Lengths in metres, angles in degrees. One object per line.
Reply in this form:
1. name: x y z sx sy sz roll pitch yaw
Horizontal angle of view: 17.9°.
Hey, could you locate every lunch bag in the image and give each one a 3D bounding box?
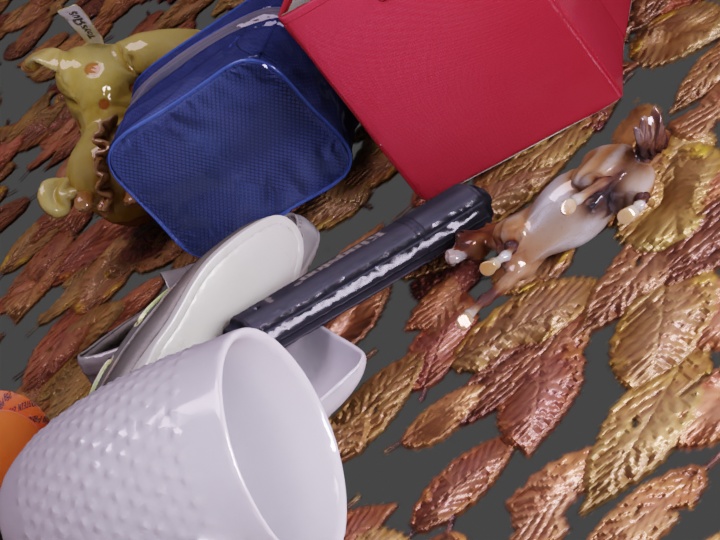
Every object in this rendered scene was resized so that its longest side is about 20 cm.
1. lunch bag: -0.098 -0.115 1.802 0.200 0.136 0.132 -29 25 26

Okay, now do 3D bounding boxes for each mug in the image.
1. mug: -0.121 0.147 1.341 0.175 0.148 0.200 -21 34 21

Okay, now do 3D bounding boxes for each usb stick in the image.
1. usb stick: 0.000 0.000 1.533 0.200 0.033 0.055 -31 22 -14

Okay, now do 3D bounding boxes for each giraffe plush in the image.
1. giraffe plush: -0.193 -0.109 1.937 0.173 0.200 0.162 -20 59 31

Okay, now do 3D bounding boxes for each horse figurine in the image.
1. horse figurine: 0.127 -0.035 1.424 0.200 0.050 0.133 -37 5 27

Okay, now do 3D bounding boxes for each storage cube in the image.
1. storage cube: 0.075 -0.192 1.630 0.200 0.180 0.171 -27 27 25

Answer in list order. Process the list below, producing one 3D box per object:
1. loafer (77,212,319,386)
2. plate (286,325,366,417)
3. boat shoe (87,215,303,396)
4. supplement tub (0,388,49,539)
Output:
1. loafer: -0.116 0.024 1.664 0.200 0.070 0.070 -42 24 -5
2. plate: -0.095 0.108 1.534 0.200 0.032 0.200 -42 23 -8
3. boat shoe: -0.115 0.040 1.555 0.060 0.072 0.202 7 54 53
4. supplement tub: -0.315 0.145 1.679 0.200 0.123 0.123 -11 36 47
